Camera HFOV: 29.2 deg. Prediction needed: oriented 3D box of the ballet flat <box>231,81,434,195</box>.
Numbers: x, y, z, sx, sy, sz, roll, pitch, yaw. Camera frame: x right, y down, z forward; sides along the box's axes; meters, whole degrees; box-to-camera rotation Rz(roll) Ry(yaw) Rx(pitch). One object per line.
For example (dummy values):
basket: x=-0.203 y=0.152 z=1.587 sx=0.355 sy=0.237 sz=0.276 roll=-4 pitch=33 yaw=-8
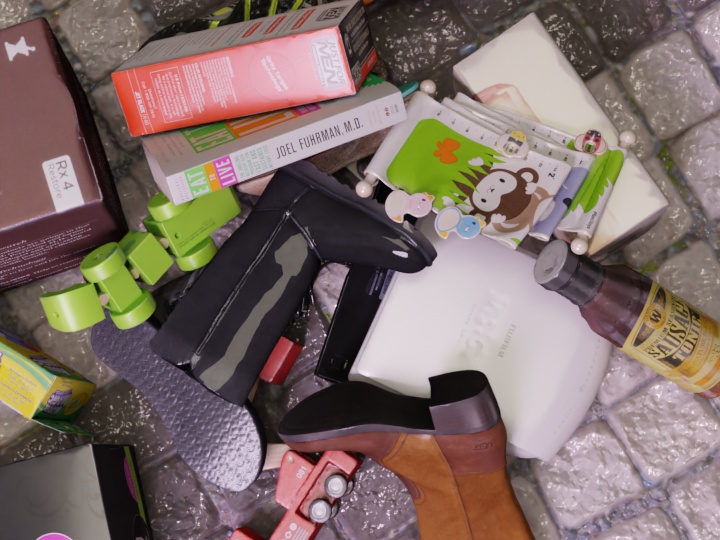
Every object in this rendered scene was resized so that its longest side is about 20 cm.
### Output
ballet flat: x=-0.018 y=-0.097 z=1.231 sx=0.199 sy=0.068 sz=0.067 roll=-25 pitch=108 yaw=5

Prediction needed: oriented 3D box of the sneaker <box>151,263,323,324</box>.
sneaker: x=-0.129 y=0.018 z=1.217 sx=0.200 sy=0.081 sz=0.074 roll=-32 pitch=79 yaw=2

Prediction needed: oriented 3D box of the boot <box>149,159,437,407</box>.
boot: x=-0.055 y=0.024 z=1.125 sx=0.164 sy=0.066 sz=0.200 roll=30 pitch=77 yaw=26

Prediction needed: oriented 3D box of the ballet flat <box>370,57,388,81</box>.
ballet flat: x=-0.071 y=-0.152 z=1.250 sx=0.199 sy=0.046 sz=0.068 roll=-16 pitch=80 yaw=4

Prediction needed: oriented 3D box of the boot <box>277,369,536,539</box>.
boot: x=0.043 y=0.183 z=1.156 sx=0.187 sy=0.069 sz=0.201 roll=-13 pitch=119 yaw=7

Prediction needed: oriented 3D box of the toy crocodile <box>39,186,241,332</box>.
toy crocodile: x=-0.182 y=-0.015 z=1.177 sx=0.200 sy=0.062 sz=0.068 roll=-43 pitch=120 yaw=-24

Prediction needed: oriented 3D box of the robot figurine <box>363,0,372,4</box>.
robot figurine: x=0.015 y=-0.316 z=1.228 sx=0.199 sy=0.144 sz=0.117 roll=25 pitch=125 yaw=10

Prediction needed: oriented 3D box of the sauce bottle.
sauce bottle: x=0.227 y=0.039 z=1.132 sx=0.199 sy=0.066 sz=0.066 roll=28 pitch=85 yaw=-25

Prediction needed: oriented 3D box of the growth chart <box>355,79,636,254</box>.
growth chart: x=0.108 y=-0.080 z=1.109 sx=0.199 sy=0.018 sz=0.145 roll=17 pitch=61 yaw=9

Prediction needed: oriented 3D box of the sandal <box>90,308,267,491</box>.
sandal: x=-0.147 y=0.102 z=1.186 sx=0.076 sy=0.043 sz=0.200 roll=-47 pitch=75 yaw=14

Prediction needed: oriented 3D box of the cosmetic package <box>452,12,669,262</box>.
cosmetic package: x=0.169 y=-0.106 z=1.188 sx=0.087 sy=0.103 sz=0.200 roll=-33 pitch=78 yaw=1

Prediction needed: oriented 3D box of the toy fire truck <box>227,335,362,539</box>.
toy fire truck: x=-0.078 y=0.169 z=1.206 sx=0.141 sy=0.049 sz=0.200 roll=33 pitch=88 yaw=10

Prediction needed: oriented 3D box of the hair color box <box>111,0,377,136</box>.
hair color box: x=-0.095 y=-0.171 z=1.158 sx=0.199 sy=0.102 sz=0.061 roll=-9 pitch=112 yaw=17

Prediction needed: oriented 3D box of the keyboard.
keyboard: x=0.000 y=0.000 z=1.207 sx=0.127 sy=0.021 sz=0.201 roll=21 pitch=85 yaw=-28

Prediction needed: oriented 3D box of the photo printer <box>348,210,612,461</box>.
photo printer: x=0.111 y=0.059 z=1.177 sx=0.199 sy=0.069 sz=0.167 roll=25 pitch=84 yaw=1

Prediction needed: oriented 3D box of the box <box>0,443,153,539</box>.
box: x=-0.289 y=0.242 z=1.184 sx=0.199 sy=0.124 sz=0.149 roll=-16 pitch=81 yaw=6

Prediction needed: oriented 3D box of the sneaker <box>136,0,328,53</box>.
sneaker: x=-0.114 y=-0.203 z=1.255 sx=0.199 sy=0.076 sz=0.076 roll=-18 pitch=93 yaw=23

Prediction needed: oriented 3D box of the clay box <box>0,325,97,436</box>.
clay box: x=-0.317 y=0.078 z=1.214 sx=0.199 sy=0.115 sz=0.048 roll=29 pitch=86 yaw=9

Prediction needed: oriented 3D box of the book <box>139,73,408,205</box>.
book: x=-0.074 y=-0.113 z=1.145 sx=0.199 sy=0.134 sz=0.048 roll=-21 pitch=111 yaw=-11

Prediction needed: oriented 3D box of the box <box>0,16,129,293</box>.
box: x=-0.306 y=-0.087 z=1.184 sx=0.164 sy=0.200 sz=0.167 roll=-18 pitch=80 yaw=-5
